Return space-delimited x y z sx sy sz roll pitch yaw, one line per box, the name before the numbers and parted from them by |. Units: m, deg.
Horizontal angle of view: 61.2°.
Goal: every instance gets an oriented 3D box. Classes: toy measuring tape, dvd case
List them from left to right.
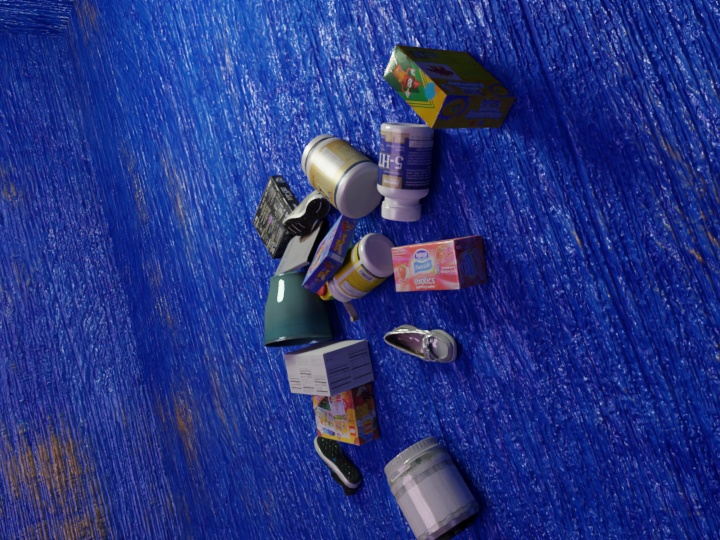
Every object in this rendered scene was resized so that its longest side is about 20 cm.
dvd case | -0.172 -0.059 1.735 0.199 0.017 0.145 -23 41 52
toy measuring tape | -0.070 0.075 1.663 0.202 0.072 0.074 56 136 28

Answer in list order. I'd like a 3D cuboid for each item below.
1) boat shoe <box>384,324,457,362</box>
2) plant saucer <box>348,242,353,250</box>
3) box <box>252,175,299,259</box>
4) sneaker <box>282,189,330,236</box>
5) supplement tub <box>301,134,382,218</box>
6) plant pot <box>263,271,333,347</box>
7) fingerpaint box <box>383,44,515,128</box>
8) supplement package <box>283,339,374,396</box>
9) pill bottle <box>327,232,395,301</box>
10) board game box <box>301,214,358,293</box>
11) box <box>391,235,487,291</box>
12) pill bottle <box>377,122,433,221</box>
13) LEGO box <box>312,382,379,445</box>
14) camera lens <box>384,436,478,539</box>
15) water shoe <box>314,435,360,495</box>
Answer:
boat shoe | 0.140 0.172 1.418 0.200 0.064 0.076 15 109 49
plant saucer | -0.086 -0.052 1.697 0.199 0.019 0.071 -32 73 49
box | -0.257 -0.163 1.868 0.161 0.043 0.202 55 136 28
sneaker | -0.145 -0.163 1.702 0.199 0.073 0.080 -34 30 39
supplement tub | -0.045 -0.237 1.502 0.200 0.142 0.147 44 129 37
plant pot | -0.183 0.108 1.729 0.199 0.197 0.193 -21 71 51
fingerpaint box | 0.169 -0.347 1.160 0.168 0.197 0.074 53 135 29
supplement package | -0.087 0.261 1.654 0.198 0.153 0.114 -9 93 52
pill bottle | 0.000 0.000 1.522 0.199 0.111 0.114 -39 68 48
board game box | -0.079 -0.041 1.552 0.200 0.044 0.137 -45 21 58
box | 0.167 -0.013 1.319 0.198 0.093 0.105 -4 94 52
pill bottle | 0.097 -0.218 1.346 0.119 0.118 0.205 21 114 47
LEGO box | -0.046 0.389 1.693 0.198 0.076 0.153 -9 91 52
camera lens | 0.162 0.508 1.387 0.202 0.158 0.161 58 137 25
water shoe | -0.078 0.570 1.779 0.200 0.070 0.080 44 131 38
